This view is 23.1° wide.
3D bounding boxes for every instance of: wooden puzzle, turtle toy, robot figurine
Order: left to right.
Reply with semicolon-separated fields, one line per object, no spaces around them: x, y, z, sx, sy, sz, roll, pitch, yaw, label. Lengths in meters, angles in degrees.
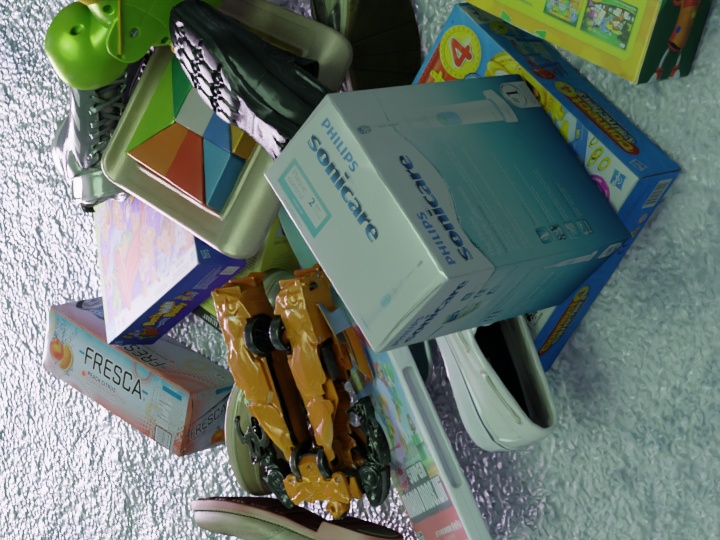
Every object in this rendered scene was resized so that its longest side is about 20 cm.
-0.170;-0.223;1.341;0.201;0.145;0.101;-57;37;9;turtle toy
-0.112;-0.125;1.362;0.199;0.037;0.186;30;94;44;wooden puzzle
-0.040;0.098;1.374;0.144;0.058;0.202;-6;108;40;robot figurine

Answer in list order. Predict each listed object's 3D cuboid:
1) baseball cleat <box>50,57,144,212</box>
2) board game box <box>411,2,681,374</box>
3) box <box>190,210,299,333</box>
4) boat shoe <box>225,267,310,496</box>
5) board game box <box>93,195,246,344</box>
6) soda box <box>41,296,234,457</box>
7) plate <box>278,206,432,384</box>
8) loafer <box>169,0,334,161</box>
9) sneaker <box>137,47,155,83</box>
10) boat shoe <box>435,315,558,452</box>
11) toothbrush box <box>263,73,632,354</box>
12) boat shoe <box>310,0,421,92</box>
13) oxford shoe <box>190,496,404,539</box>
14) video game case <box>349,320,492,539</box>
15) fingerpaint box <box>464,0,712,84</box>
-0.208;-0.125;1.469;0.107;0.069;0.200;64;152;26;baseball cleat
0.103;-0.057;1.283;0.196;0.056;0.201;47;126;26;board game box
-0.085;-0.042;1.463;0.075;0.050;0.202;31;118;36;box
-0.063;0.101;1.455;0.065;0.072;0.202;20;112;33;boat shoe
-0.166;-0.032;1.492;0.200;0.044;0.136;-37;57;54;board game box
-0.198;0.092;1.579;0.199;0.068;0.064;28;115;35;soda box
0.000;0.000;1.358;0.200;0.025;0.201;48;161;22;plate
-0.060;-0.129;1.276;0.200;0.070;0.068;44;151;18;loafer
-0.174;-0.203;1.499;0.080;0.074;0.202;31;118;35;sneaker
0.082;0.028;1.227;0.066;0.072;0.202;-23;84;49;boat shoe
0.060;-0.042;1.152;0.085;0.199;0.147;-47;68;37;toothbrush box
-0.005;-0.203;1.352;0.066;0.071;0.203;-7;94;54;boat shoe
-0.060;0.229;1.435;0.199;0.070;0.076;10;92;34;oxford shoe
0.038;0.131;1.351;0.201;0.017;0.143;67;164;8;video game case
0.151;-0.243;1.193;0.199;0.073;0.168;31;118;34;fingerpaint box
